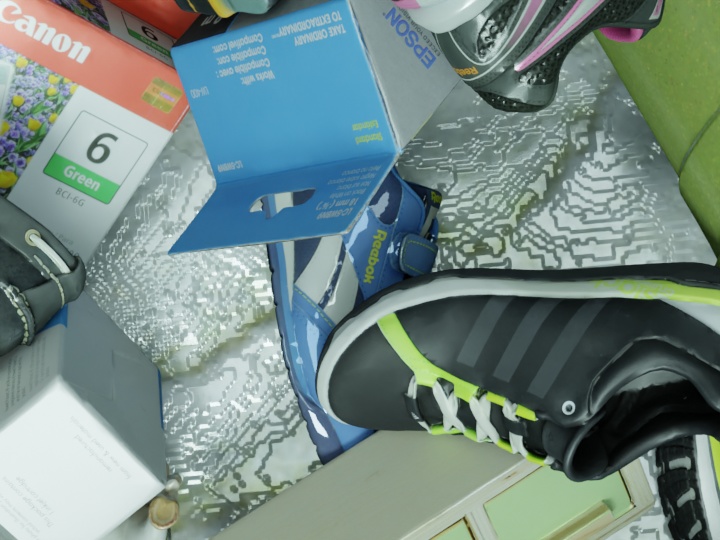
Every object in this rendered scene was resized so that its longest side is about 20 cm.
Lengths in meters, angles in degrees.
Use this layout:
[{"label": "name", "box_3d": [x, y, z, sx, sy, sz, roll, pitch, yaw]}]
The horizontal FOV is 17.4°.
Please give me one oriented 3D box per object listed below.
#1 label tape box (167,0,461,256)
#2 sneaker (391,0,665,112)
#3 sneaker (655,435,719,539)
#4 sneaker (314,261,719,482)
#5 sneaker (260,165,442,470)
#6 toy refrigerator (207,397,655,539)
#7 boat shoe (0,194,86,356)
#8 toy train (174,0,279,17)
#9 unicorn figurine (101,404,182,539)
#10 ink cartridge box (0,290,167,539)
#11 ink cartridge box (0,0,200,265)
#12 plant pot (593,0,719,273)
[{"label": "label tape box", "box_3d": [-0.007, -0.103, 0.974, 0.063, 0.144, 0.200, 48, 63, -21]}, {"label": "sneaker", "box_3d": [0.097, -0.136, 0.924, 0.200, 0.080, 0.086, -39, 113, -18]}, {"label": "sneaker", "box_3d": [0.192, 0.128, 1.055, 0.081, 0.074, 0.201, -20, 92, -9]}, {"label": "sneaker", "box_3d": [0.073, 0.047, 0.965, 0.199, 0.072, 0.083, -10, 45, 16]}, {"label": "sneaker", "box_3d": [0.000, 0.000, 1.060, 0.082, 0.074, 0.201, -7, 88, 0]}, {"label": "toy refrigerator", "box_3d": [0.025, 0.118, 1.027, 0.200, 0.076, 0.070, -32, 42, -8]}, {"label": "boat shoe", "box_3d": [-0.196, -0.041, 0.979, 0.068, 0.072, 0.200, -40, 68, -17]}, {"label": "toy train", "box_3d": [-0.027, -0.184, 0.978, 0.200, 0.114, 0.085, -47, 125, -21]}, {"label": "unicorn figurine", "box_3d": [-0.125, 0.165, 1.039, 0.074, 0.137, 0.200, 33, 71, 0]}, {"label": "ink cartridge box", "box_3d": [-0.177, 0.104, 0.981, 0.200, 0.116, 0.068, -38, 110, 10]}, {"label": "ink cartridge box", "box_3d": [-0.134, -0.087, 1.031, 0.109, 0.050, 0.200, 27, 109, -26]}, {"label": "plant pot", "box_3d": [0.175, -0.125, 1.019, 0.200, 0.200, 0.190, -37, 73, 0]}]
